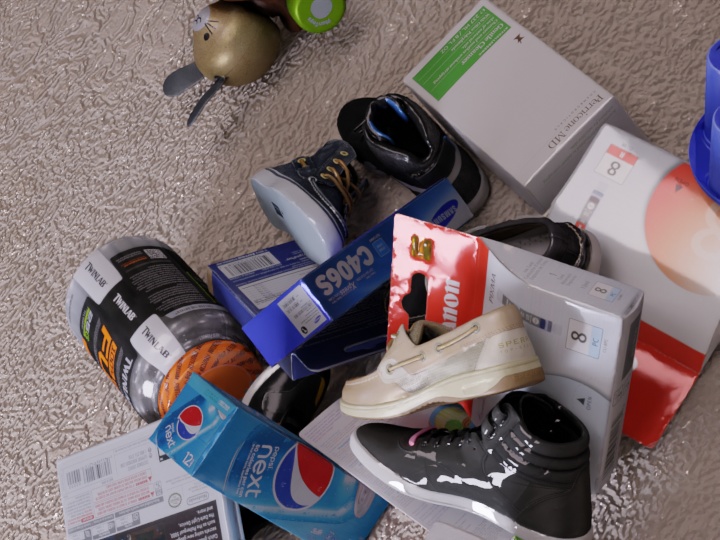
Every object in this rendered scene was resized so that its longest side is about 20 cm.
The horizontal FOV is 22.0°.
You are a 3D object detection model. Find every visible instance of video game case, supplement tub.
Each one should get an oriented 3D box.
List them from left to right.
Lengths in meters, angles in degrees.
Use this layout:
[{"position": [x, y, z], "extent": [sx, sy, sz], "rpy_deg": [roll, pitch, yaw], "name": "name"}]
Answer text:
[{"position": [-0.174, 0.223, 1.549], "extent": [0.199, 0.023, 0.183], "rpy_deg": [-23, 71, 38], "name": "video game case"}, {"position": [-0.172, 0.063, 1.647], "extent": [0.123, 0.122, 0.200], "rpy_deg": [-49, 43, 1], "name": "supplement tub"}]

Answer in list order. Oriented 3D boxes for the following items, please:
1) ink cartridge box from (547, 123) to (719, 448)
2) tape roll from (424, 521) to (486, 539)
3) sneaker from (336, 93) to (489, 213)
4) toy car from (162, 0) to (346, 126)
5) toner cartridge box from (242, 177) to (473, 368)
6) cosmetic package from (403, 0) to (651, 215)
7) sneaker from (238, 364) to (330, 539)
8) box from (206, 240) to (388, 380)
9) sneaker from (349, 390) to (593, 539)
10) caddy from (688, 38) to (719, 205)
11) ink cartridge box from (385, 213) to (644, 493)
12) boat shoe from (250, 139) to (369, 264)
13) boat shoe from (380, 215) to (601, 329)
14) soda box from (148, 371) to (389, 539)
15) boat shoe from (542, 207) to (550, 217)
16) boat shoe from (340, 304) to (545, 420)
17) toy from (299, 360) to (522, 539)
[{"position": [0.202, 0.008, 1.396], "extent": [0.162, 0.050, 0.200], "rpy_deg": [30, 79, 25], "name": "ink cartridge box"}, {"position": [0.104, 0.275, 1.226], "extent": [0.202, 0.203, 0.140], "rpy_deg": [21, 77, 45], "name": "tape roll"}, {"position": [0.026, -0.128, 1.621], "extent": [0.073, 0.112, 0.200], "rpy_deg": [-49, 44, -3], "name": "sneaker"}, {"position": [-0.133, -0.243, 1.816], "extent": [0.200, 0.157, 0.164], "rpy_deg": [-55, 30, 12], "name": "toy car"}, {"position": [0.000, 0.000, 1.497], "extent": [0.200, 0.043, 0.095], "rpy_deg": [-36, 0, -43], "name": "toner cartridge box"}, {"position": [0.139, -0.131, 1.553], "extent": [0.108, 0.085, 0.200], "rpy_deg": [-46, 43, 0], "name": "cosmetic package"}, {"position": [-0.075, 0.164, 1.547], "extent": [0.200, 0.070, 0.090], "rpy_deg": [-53, 49, 4], "name": "sneaker"}, {"position": [-0.035, 0.034, 1.565], "extent": [0.121, 0.033, 0.200], "rpy_deg": [-16, 32, -23], "name": "box"}, {"position": [0.085, 0.123, 1.347], "extent": [0.199, 0.071, 0.100], "rpy_deg": [19, 116, 27], "name": "sneaker"}, {"position": [0.338, -0.107, 1.351], "extent": [0.199, 0.105, 0.142], "rpy_deg": [-5, 49, 12], "name": "caddy"}, {"position": [0.101, 0.060, 1.364], "extent": [0.199, 0.161, 0.047], "rpy_deg": [18, 37, 21], "name": "ink cartridge box"}, {"position": [-0.030, -0.069, 1.615], "extent": [0.091, 0.071, 0.200], "rpy_deg": [-29, 21, -9], "name": "boat shoe"}, {"position": [0.086, 0.004, 1.412], "extent": [0.199, 0.060, 0.074], "rpy_deg": [-13, 66, 39], "name": "boat shoe"}, {"position": [-0.068, 0.157, 1.442], "extent": [0.068, 0.200, 0.064], "rpy_deg": [31, 86, 46], "name": "soda box"}, {"position": [0.121, 0.029, 1.474], "extent": [0.200, 0.057, 0.067], "rpy_deg": [-45, 63, 0], "name": "boat shoe"}, {"position": [0.053, 0.067, 1.352], "extent": [0.200, 0.072, 0.065], "rpy_deg": [-17, 87, 52], "name": "boat shoe"}, {"position": [0.062, 0.152, 1.444], "extent": [0.115, 0.047, 0.200], "rpy_deg": [-39, 48, -24], "name": "toy"}]
